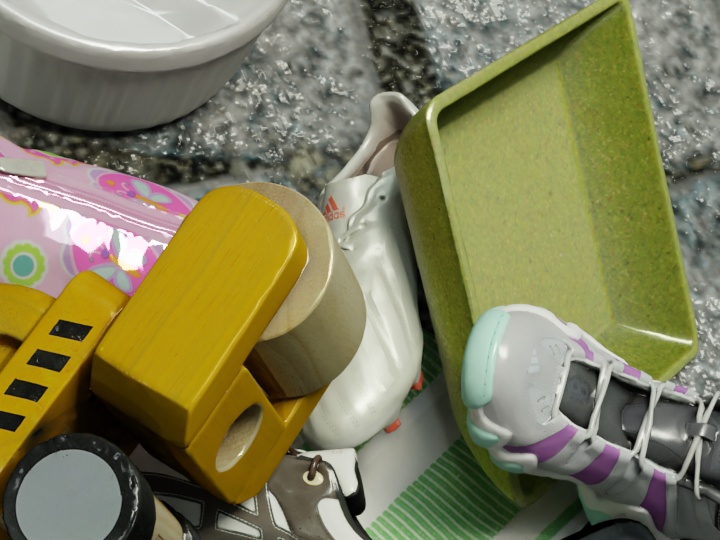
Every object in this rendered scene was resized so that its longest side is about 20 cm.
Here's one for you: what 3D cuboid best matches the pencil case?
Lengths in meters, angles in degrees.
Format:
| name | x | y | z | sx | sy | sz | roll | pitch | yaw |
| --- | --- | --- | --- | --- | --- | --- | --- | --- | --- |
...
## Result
| name | x | y | z | sx | sy | sz | roll | pitch | yaw |
| --- | --- | --- | --- | --- | --- | --- | --- | --- | --- |
| pencil case | -0.115 | -0.005 | 1.101 | 0.199 | 0.088 | 0.088 | 19 | 52 | -11 |

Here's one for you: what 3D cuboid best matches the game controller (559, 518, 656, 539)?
| name | x | y | z | sx | sy | sz | roll | pitch | yaw |
| --- | --- | --- | --- | --- | --- | --- | --- | --- | --- |
| game controller | 0.061 | 0.184 | 1.080 | 0.199 | 0.042 | 0.105 | -19 | 104 | -30 |

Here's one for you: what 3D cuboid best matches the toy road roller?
| name | x | y | z | sx | sy | sz | roll | pitch | yaw |
| --- | --- | --- | --- | --- | --- | --- | --- | --- | --- |
| toy road roller | -0.106 | 0.041 | 1.008 | 0.146 | 0.123 | 0.200 | 32 | 78 | 20 |

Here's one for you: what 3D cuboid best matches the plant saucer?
| name | x | y | z | sx | sy | sz | roll | pitch | yaw |
| --- | --- | --- | --- | --- | --- | --- | --- | --- | --- |
| plant saucer | 0.085 | -0.015 | 1.181 | 0.200 | 0.048 | 0.201 | -34 | 115 | -51 |

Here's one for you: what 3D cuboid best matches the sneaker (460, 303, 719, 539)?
| name | x | y | z | sx | sy | sz | roll | pitch | yaw |
| --- | --- | --- | --- | --- | --- | --- | --- | --- | --- |
| sneaker | 0.143 | 0.071 | 1.093 | 0.200 | 0.139 | 0.078 | 34 | 64 | -49 |

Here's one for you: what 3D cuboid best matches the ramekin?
| name | x | y | z | sx | sy | sz | roll | pitch | yaw |
| --- | --- | --- | --- | --- | --- | --- | --- | --- | --- |
| ramekin | -0.134 | -0.162 | 1.255 | 0.201 | 0.094 | 0.203 | 10 | 53 | -13 |

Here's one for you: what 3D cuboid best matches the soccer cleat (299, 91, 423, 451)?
| name | x | y | z | sx | sy | sz | roll | pitch | yaw |
| --- | --- | --- | --- | --- | --- | --- | --- | --- | --- |
| soccer cleat | 0.000 | 0.000 | 1.163 | 0.069 | 0.078 | 0.200 | -9 | 41 | 28 |

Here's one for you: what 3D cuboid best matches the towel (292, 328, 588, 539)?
| name | x | y | z | sx | sy | sz | roll | pitch | yaw |
| --- | --- | --- | --- | --- | --- | --- | --- | --- | --- |
| towel | 0.009 | 0.085 | 1.174 | 0.200 | 0.023 | 0.153 | 40 | 54 | 11 |

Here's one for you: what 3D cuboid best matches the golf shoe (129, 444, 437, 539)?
| name | x | y | z | sx | sy | sz | roll | pitch | yaw |
| --- | --- | --- | --- | --- | --- | --- | --- | --- | --- |
| golf shoe | -0.049 | 0.103 | 1.089 | 0.200 | 0.078 | 0.095 | 38 | 91 | 1 |
